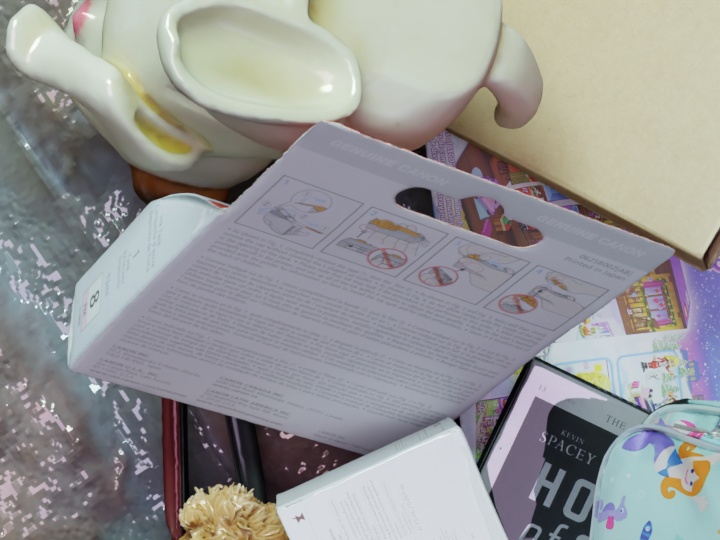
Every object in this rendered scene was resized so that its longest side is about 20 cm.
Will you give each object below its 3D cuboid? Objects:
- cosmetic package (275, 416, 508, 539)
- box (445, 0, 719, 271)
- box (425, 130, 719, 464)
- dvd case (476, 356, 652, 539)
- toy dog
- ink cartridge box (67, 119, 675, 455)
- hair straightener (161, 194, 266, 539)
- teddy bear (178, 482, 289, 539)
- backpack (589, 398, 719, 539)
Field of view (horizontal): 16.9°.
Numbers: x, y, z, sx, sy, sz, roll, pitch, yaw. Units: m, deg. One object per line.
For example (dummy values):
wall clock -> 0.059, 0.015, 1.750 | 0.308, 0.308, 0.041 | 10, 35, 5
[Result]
cosmetic package -> 0.042, 0.168, 0.986 | 0.082, 0.051, 0.201 | -24, 93, -3
box -> 0.100, -0.114, 1.009 | 0.200, 0.021, 0.164 | 29, 86, 25
box -> 0.105, 0.019, 1.052 | 0.136, 0.039, 0.201 | -7, 92, 4
dvd case -> 0.096, 0.158, 1.024 | 0.150, 0.025, 0.201 | 25, 92, -1
toy dog -> -0.043, -0.097, 0.961 | 0.193, 0.200, 0.140 | 11, 75, -30
ink cartridge box -> 0.000, 0.000, 0.950 | 0.162, 0.200, 0.057 | 18, 49, -26
hair straightener -> -0.052, 0.018, 1.067 | 0.077, 0.041, 0.201 | -3, 88, 0
teddy bear -> -0.094, 0.176, 1.040 | 0.199, 0.067, 0.146 | -19, 99, 18
backpack -> 0.178, 0.139, 0.896 | 0.199, 0.150, 0.178 | 9, 89, 39
